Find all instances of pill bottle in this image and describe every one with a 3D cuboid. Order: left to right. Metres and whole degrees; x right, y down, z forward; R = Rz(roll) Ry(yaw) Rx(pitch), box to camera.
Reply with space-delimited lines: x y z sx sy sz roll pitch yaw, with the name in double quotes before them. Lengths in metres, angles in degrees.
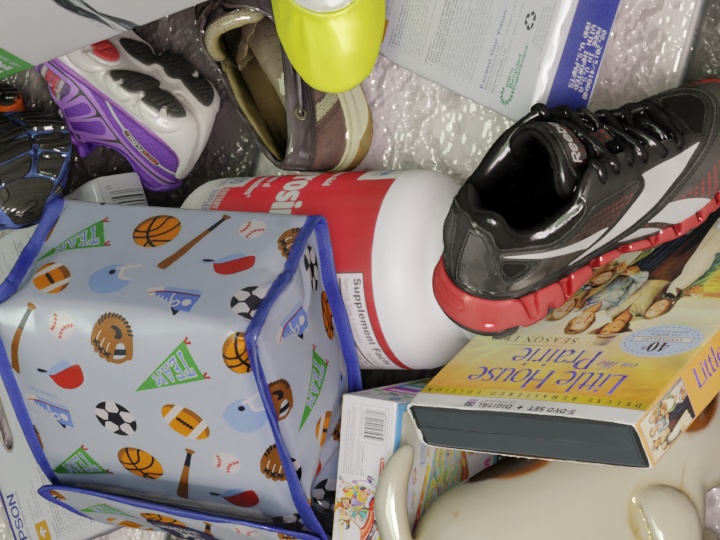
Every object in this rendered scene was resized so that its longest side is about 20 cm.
"pill bottle" 0.000 0.000 1.269 0.200 0.112 0.112 -2 92 28

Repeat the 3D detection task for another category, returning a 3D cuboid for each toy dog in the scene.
"toy dog" 0.123 0.118 1.189 0.194 0.140 0.200 39 86 2

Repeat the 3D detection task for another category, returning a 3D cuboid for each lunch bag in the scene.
"lunch bag" -0.092 0.074 1.216 0.170 0.124 0.200 7 132 23

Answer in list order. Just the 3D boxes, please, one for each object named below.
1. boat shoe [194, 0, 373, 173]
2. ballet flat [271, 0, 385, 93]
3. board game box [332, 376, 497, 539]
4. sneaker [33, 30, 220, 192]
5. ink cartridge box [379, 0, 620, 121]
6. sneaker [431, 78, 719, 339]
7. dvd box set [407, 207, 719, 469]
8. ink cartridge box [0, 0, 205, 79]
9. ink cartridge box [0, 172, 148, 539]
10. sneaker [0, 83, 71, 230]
"boat shoe" -0.061 -0.144 1.313 0.073 0.065 0.200 -46 65 36
"ballet flat" -0.022 -0.201 1.263 0.067 0.067 0.200 -3 73 11
"board game box" 0.029 0.163 1.249 0.034 0.134 0.200 7 96 28
"sneaker" -0.175 -0.118 1.382 0.200 0.081 0.083 43 128 26
"ink cartridge box" 0.081 -0.194 1.228 0.200 0.043 0.197 34 111 56
"sneaker" 0.121 -0.049 1.132 0.200 0.098 0.071 -31 54 -17
"dvd box set" 0.136 0.026 1.139 0.146 0.200 0.029 2 124 44
"ink cartridge box" -0.164 -0.206 1.268 0.200 0.083 0.147 -16 61 31
"ink cartridge box" -0.174 0.064 1.395 0.200 0.043 0.197 -26 80 48
"sneaker" -0.218 -0.058 1.375 0.200 0.075 0.079 -134 37 -65
